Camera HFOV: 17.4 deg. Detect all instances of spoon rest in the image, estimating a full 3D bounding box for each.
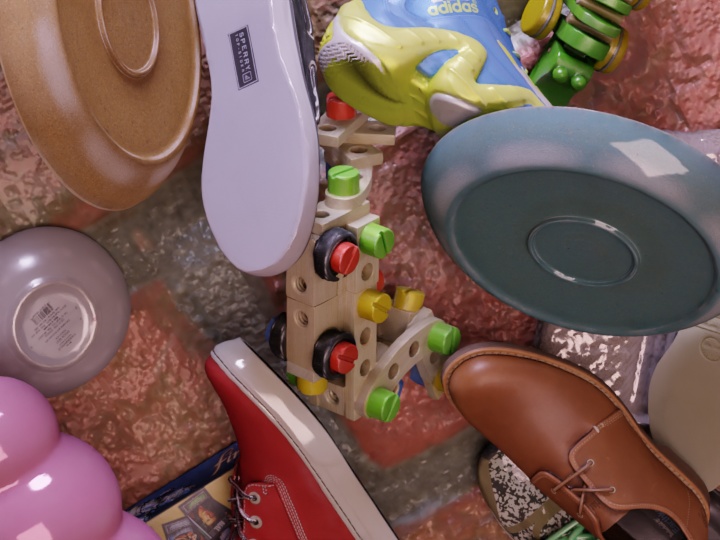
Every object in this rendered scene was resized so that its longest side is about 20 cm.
[{"bbox_3d":[-0.219,0.056,1.349,0.200,0.061,0.099,-41,112,-15],"label":"spoon rest"}]

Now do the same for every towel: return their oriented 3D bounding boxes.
[{"bbox_3d":[0.173,0.009,1.440,0.132,0.034,0.200,3,104,-16],"label":"towel"}]

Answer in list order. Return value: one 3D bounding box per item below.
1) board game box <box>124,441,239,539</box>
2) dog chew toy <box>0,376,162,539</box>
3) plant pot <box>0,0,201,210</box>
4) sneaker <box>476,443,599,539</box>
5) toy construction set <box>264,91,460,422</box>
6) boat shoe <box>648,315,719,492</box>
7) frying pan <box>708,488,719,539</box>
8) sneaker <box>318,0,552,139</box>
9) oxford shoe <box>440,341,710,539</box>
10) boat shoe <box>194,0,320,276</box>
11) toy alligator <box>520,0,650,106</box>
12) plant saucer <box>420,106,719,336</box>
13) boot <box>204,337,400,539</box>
[{"bbox_3d":[-0.088,0.190,1.423,0.200,0.035,0.136,-31,110,-5],"label":"board game box"},{"bbox_3d":[-0.179,0.146,1.301,0.125,0.125,0.200,-26,109,-6],"label":"dog chew toy"},{"bbox_3d":[-0.132,-0.132,1.245,0.027,0.200,0.200,-8,110,24],"label":"plant pot"},{"bbox_3d":[0.146,0.182,1.433,0.077,0.089,0.200,-41,92,8],"label":"sneaker"},{"bbox_3d":[0.000,0.000,1.351,0.131,0.092,0.200,-28,114,-44],"label":"toy construction set"},{"bbox_3d":[0.220,0.039,1.409,0.063,0.071,0.200,-26,128,-47],"label":"boat shoe"},{"bbox_3d":[0.228,0.202,1.512,0.190,0.031,0.115,24,98,-16],"label":"frying pan"},{"bbox_3d":[0.078,-0.110,1.341,0.200,0.076,0.105,31,60,-15],"label":"sneaker"},{"bbox_3d":[0.131,0.112,1.377,0.200,0.071,0.071,35,118,-16],"label":"oxford shoe"},{"bbox_3d":[-0.048,-0.090,1.296,0.069,0.057,0.200,-15,69,27],"label":"boat shoe"},{"bbox_3d":[0.126,-0.131,1.378,0.059,0.054,0.200,24,98,-19],"label":"toy alligator"},{"bbox_3d":[0.128,-0.018,1.324,0.200,0.200,0.027,31,56,-20],"label":"plant saucer"},{"bbox_3d":[-0.068,0.147,1.362,0.144,0.072,0.200,-33,114,-3],"label":"boot"}]
